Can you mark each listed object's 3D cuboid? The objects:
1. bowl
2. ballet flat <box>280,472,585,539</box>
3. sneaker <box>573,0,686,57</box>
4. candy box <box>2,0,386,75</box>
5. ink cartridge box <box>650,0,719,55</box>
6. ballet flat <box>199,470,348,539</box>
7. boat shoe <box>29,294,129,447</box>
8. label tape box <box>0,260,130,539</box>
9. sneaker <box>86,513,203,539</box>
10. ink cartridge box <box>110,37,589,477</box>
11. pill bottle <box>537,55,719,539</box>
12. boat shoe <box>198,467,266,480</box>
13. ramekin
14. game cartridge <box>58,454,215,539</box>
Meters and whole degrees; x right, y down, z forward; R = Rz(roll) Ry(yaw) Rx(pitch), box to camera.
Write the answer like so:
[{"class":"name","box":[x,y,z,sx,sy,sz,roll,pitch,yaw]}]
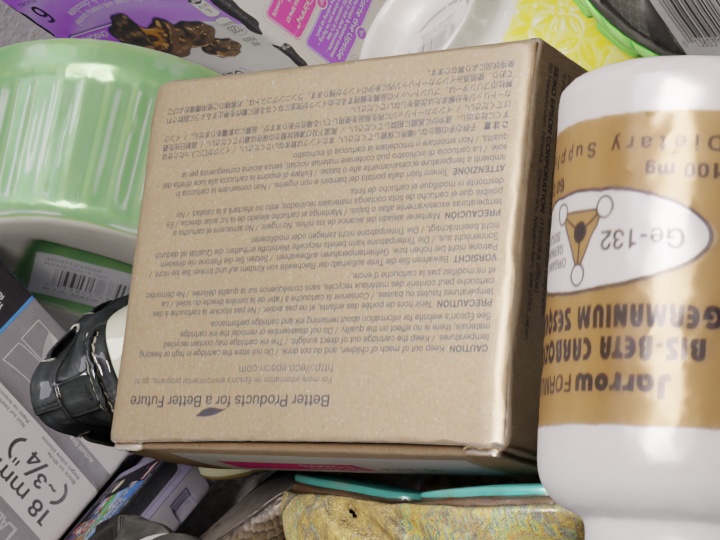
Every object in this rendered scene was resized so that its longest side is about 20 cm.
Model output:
[{"class":"bowl","box":[0.063,-0.087,0.923,0.200,0.107,0.201,-37,33,30]},{"class":"ballet flat","box":[0.034,0.118,0.813,0.199,0.070,0.071,-6,55,53]},{"class":"sneaker","box":[0.116,-0.161,0.832,0.077,0.200,0.084,-44,4,-34]},{"class":"candy box","box":[-0.068,-0.133,1.068,0.167,0.199,0.072,-5,56,55]},{"class":"ink cartridge box","box":[0.210,-0.165,0.774,0.200,0.050,0.109,-44,20,-15]},{"class":"ballet flat","box":[-0.073,0.156,0.951,0.200,0.046,0.067,-42,0,13]},{"class":"boat shoe","box":[-0.114,0.050,0.963,0.066,0.075,0.199,-22,5,6]},{"class":"label tape box","box":[-0.217,0.099,0.981,0.063,0.144,0.200,-27,19,50]},{"class":"sneaker","box":[-0.134,0.186,0.838,0.201,0.066,0.090,-54,27,-3]},{"class":"ink cartridge box","box":[0.000,0.000,0.826,0.198,0.075,0.167,-2,76,35]},{"class":"pill bottle","box":[0.117,0.038,0.664,0.114,0.113,0.202,-6,77,54]},{"class":"boat shoe","box":[-0.008,0.041,0.918,0.200,0.066,0.072,-24,6,37]},{"class":"ramekin","box":[-0.134,-0.032,1.078,0.199,0.199,0.099,-19,53,47]},{"class":"game cartridge","box":[-0.150,0.157,0.985,0.200,0.038,0.129,-50,8,-38]}]
